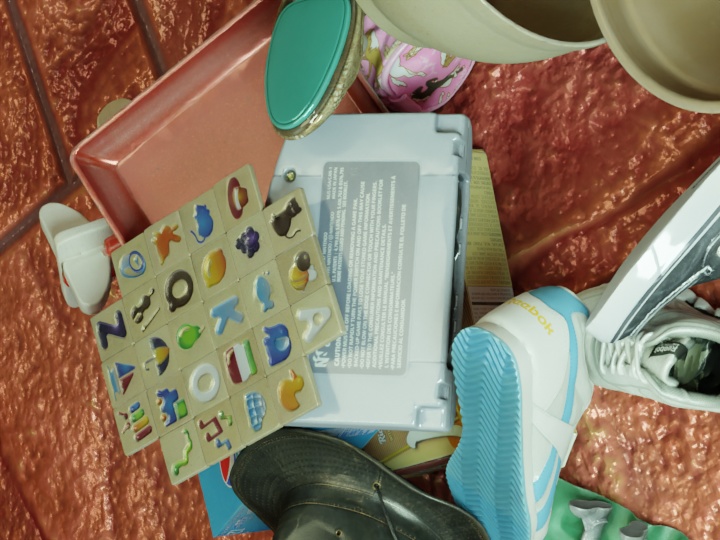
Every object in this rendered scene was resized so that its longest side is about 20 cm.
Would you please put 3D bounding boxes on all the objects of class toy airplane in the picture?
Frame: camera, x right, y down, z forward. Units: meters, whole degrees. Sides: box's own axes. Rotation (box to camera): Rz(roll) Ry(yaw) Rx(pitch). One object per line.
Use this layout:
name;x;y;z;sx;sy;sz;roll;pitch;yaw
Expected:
toy airplane;-0.126;-0.027;1.613;0.199;0.141;0.201;8;67;25

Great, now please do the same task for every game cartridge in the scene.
game cartridge;0.000;0.000;1.428;0.133;0.042;0.201;1;81;24

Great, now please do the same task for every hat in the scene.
hat;-0.009;0.196;1.467;0.200;0.201;0.081;-6;42;44

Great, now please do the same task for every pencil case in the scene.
pencil case;-0.004;-0.189;1.537;0.200;0.083;0.087;45;132;34

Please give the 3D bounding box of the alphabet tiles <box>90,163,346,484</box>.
alphabet tiles;-0.095;0.035;1.448;0.200;0.006;0.167;-30;67;33

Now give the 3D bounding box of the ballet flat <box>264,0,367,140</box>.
ballet flat;-0.017;-0.172;1.451;0.070;0.065;0.201;-1;73;32

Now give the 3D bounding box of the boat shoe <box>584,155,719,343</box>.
boat shoe;0.215;-0.023;1.311;0.068;0.072;0.200;42;96;0

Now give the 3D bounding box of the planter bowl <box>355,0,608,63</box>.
planter bowl;0.070;-0.213;1.397;0.135;0.200;0.201;-22;75;51

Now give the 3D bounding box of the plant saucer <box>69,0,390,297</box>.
plant saucer;-0.066;-0.058;1.500;0.200;0.037;0.200;-38;70;11

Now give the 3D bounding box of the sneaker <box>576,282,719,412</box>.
sneaker;0.183;0.048;1.360;0.200;0.081;0.075;10;98;45

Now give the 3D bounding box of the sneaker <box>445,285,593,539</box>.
sneaker;0.103;0.098;1.386;0.076;0.081;0.200;36;143;31

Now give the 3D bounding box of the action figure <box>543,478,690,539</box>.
action figure;0.136;0.245;1.424;0.118;0.055;0.201;26;111;41

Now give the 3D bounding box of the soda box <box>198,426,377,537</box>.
soda box;-0.051;0.114;1.546;0.200;0.064;0.068;128;132;-55

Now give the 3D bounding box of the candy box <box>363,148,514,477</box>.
candy box;0.045;0.030;1.507;0.115;0.055;0.201;-20;76;42

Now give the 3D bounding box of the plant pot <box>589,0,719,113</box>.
plant pot;0.228;-0.192;1.298;0.201;0.093;0.202;7;100;48
